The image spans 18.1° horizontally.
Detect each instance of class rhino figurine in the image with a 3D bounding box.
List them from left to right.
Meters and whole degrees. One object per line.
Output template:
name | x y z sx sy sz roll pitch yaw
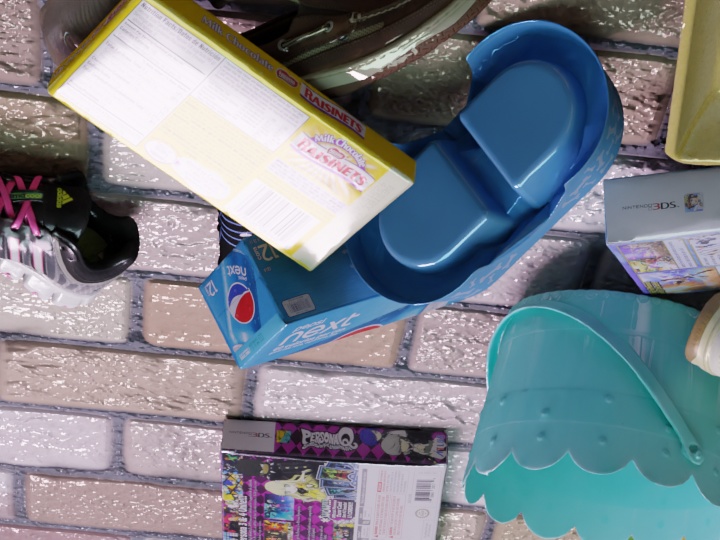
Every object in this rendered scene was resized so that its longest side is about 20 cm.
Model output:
rhino figurine | -0.118 -0.169 1.312 0.087 0.060 0.200 33 135 -16

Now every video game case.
video game case | -0.024 0.190 1.850 0.180 0.036 0.200 3 145 0
video game case | 0.256 -0.029 1.438 0.180 0.046 0.200 -7 169 13

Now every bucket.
bucket | 0.176 0.107 1.590 0.206 0.136 0.207 10 159 4

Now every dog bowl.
dog bowl | 0.079 -0.061 1.385 0.200 0.112 0.049 -44 151 15

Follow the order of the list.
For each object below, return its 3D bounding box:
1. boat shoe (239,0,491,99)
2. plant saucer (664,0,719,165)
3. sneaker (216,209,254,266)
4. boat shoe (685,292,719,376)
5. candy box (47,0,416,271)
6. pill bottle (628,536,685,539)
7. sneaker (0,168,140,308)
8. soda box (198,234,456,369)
boat shoe | -0.017 -0.145 1.332 0.202 0.075 0.075 -28 106 18
plant saucer | 0.275 -0.137 1.256 0.198 0.049 0.201 2 144 3
sneaker | -0.065 -0.052 1.484 0.078 0.070 0.200 34 145 -5
boat shoe | 0.296 0.050 1.530 0.200 0.063 0.074 5 111 -52
candy box | -0.074 -0.084 1.326 0.200 0.026 0.102 35 126 -21
pill bottle | 0.284 0.198 1.771 0.199 0.112 0.111 -4 145 9
sneaker | -0.224 -0.040 1.502 0.087 0.074 0.200 -24 142 34
soda box | 0.000 0.000 1.460 0.199 0.064 0.068 -15 161 -39
